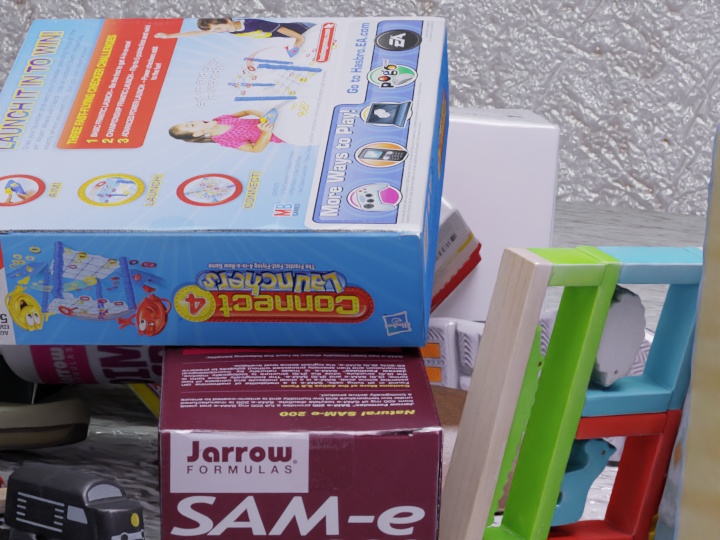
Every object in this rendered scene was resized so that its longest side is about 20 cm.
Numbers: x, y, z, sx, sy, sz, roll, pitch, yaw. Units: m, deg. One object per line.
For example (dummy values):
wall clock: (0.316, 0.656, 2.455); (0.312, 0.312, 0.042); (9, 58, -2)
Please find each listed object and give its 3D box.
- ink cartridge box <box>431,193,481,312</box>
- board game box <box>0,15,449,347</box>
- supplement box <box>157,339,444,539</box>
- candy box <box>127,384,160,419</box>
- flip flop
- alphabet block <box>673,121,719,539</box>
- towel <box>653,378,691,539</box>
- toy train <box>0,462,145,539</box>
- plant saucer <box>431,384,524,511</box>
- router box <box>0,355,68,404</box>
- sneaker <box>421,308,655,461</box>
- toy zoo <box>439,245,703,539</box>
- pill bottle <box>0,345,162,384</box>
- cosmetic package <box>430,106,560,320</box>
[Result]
ink cartridge box: (0.000, 0.000, 1.299); (0.067, 0.116, 0.200); (44, 0, 10)
board game box: (-0.063, -0.043, 1.047); (0.195, 0.056, 0.200); (0, 31, 6)
supplement box: (-0.028, 0.059, 0.991); (0.108, 0.061, 0.200); (0, 15, -3)
candy box: (-0.117, 0.025, 1.328); (0.026, 0.102, 0.200); (-38, 1, 8)
flip flop: (-0.222, 0.050, 1.101); (0.199, 0.058, 0.081); (5, 2, -7)
alphabet block: (0.249, 0.047, 0.849); (0.195, 0.197, 0.200); (-1, 8, -35)
towel: (0.222, 0.041, 1.006); (0.199, 0.172, 0.048); (1, 16, -29)
toy train: (-0.160, 0.082, 0.906); (0.199, 0.046, 0.034); (8, 7, 35)
plant saucer: (0.005, 0.078, 1.147); (0.200, 0.037, 0.200); (4, 5, 0)
router box: (-0.251, 0.027, 1.306); (0.199, 0.062, 0.150); (5, 4, 5)
sneaker: (0.116, 0.052, 1.286); (0.199, 0.078, 0.112); (9, 8, 36)
toy zoo: (0.121, 0.054, 0.989); (0.199, 0.132, 0.020); (0, 20, -41)
pill bottle: (-0.112, -0.002, 1.149); (0.199, 0.114, 0.113); (0, 5, 5)
cosmetic package: (0.028, -0.020, 1.492); (0.167, 0.167, 0.200); (5, 7, -2)
